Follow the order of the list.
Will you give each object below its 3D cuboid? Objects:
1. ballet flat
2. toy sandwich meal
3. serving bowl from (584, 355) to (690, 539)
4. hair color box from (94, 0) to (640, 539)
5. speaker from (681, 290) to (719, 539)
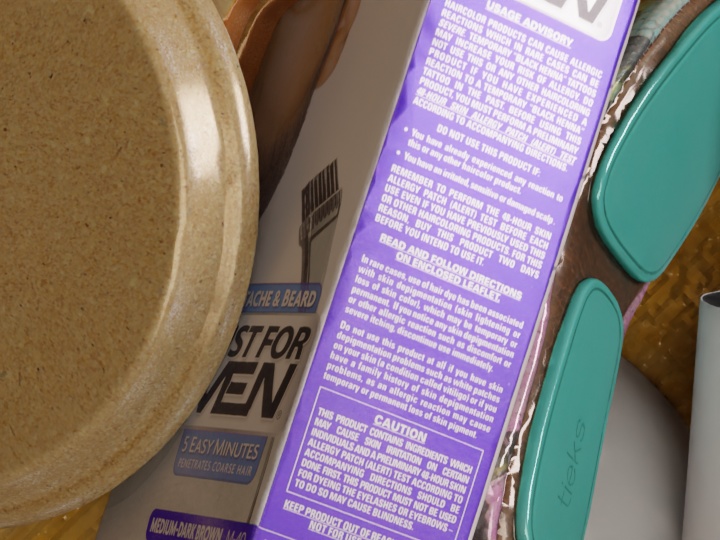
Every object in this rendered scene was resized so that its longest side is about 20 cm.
[{"bbox_3d":[0.050,-0.002,0.771,0.069,0.071,0.201,50,55,-50],"label":"ballet flat"},{"bbox_3d":[-0.100,-0.032,0.748,0.204,0.070,0.206,2,96,24],"label":"toy sandwich meal"},{"bbox_3d":[0.020,0.111,0.819,0.199,0.066,0.201,-1,105,-5],"label":"serving bowl"},{"bbox_3d":[0.000,0.000,0.728,0.065,0.109,0.201,24,79,-22],"label":"hair color box"},{"bbox_3d":[0.128,0.106,0.779,0.081,0.081,0.201,2,97,-6],"label":"speaker"}]
